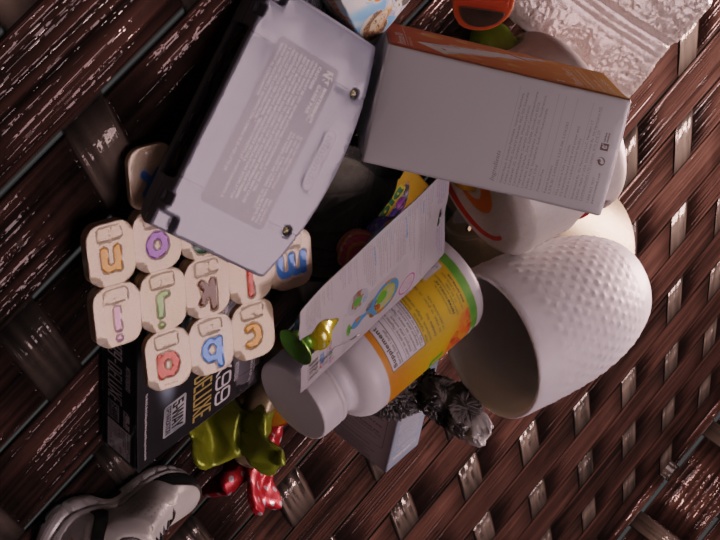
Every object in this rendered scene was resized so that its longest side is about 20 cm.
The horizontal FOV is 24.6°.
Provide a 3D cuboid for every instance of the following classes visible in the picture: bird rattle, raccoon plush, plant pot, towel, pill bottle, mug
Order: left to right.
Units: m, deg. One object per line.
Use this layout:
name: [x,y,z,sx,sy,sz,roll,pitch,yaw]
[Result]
bird rattle: [-0.088,0.145,1.572,0.200,0.112,0.164,65,47,-67]
pill bottle: [0.009,0.061,1.492,0.200,0.111,0.112,-39,152,-28]
raccoon plush: [0.019,0.133,1.622,0.097,0.200,0.134,-40,173,-31]
plant pot: [0.164,-0.043,1.719,0.188,0.187,0.200,-55,144,3]
mug: [0.177,0.048,1.610,0.174,0.149,0.200,-23,177,-30]
towel: [0.231,-0.256,1.561,0.199,0.035,0.133,27,117,-32]

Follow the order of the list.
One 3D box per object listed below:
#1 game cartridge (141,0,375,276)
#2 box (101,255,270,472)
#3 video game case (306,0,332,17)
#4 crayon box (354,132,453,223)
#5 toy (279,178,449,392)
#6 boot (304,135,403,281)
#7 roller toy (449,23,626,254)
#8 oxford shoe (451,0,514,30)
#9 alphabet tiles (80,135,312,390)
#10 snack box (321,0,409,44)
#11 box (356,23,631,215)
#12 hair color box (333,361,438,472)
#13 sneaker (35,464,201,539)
game cartridge: [-0.071,-0.103,1.249,0.133,0.041,0.201,27,89,-45]
box: [-0.146,0.054,1.388,0.157,0.050,0.201,-36,150,-35]
video game case: [0.009,-0.264,1.297,0.199,0.019,0.144,-31,148,-45]
crayon box: [0.010,-0.044,1.555,0.127,0.051,0.200,-54,156,-1]
toy: [0.000,0.000,1.397,0.200,0.047,0.116,-47,155,-31]
boot: [-0.035,-0.051,1.389,0.199,0.067,0.132,9,104,-56]
roller toy: [0.146,-0.114,1.530,0.139,0.200,0.183,-29,135,-14]
oxford shoe: [0.104,-0.299,1.376,0.071,0.073,0.201,1,140,-10]
alphabet tiles: [-0.123,-0.012,1.274,0.199,0.015,0.198,-18,116,-33]
snack box: [0.006,-0.258,1.228,0.116,0.037,0.200,-51,157,-6]
box: [0.103,-0.126,1.338,0.125,0.198,0.098,-98,-160,-73]
hair color box: [0.022,0.106,1.717,0.060,0.099,0.201,-36,151,-36]
sneaker: [-0.204,0.236,1.492,0.199,0.080,0.074,-18,136,-57]
